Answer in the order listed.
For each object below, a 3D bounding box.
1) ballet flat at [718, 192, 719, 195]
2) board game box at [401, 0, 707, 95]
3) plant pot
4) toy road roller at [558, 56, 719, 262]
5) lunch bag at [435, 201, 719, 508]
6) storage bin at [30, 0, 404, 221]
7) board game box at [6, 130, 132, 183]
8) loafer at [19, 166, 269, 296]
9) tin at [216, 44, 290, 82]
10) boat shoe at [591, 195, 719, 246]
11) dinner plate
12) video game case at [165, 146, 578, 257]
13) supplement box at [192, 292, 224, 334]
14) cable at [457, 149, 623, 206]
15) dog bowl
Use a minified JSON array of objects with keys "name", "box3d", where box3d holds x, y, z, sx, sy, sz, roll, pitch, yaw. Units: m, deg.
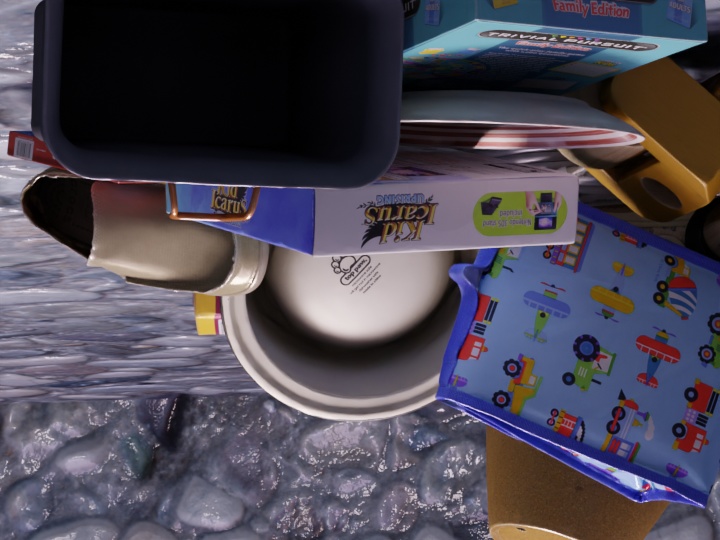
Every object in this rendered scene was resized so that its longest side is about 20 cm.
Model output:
[{"name":"ballet flat","box3d":[0.205,-0.070,1.936,0.200,0.068,0.064,-8,-163,42]},{"name":"board game box","box3d":[0.079,-0.137,1.449,0.151,0.047,0.200,2,171,-29]},{"name":"plant pot","box3d":[0.160,0.102,1.747,0.186,0.200,0.186,18,160,7]},{"name":"toy road roller","box3d":[0.234,-0.095,1.621,0.200,0.146,0.123,38,165,-6]},{"name":"lunch bag","box3d":[0.144,0.043,1.605,0.200,0.151,0.094,26,167,-20]},{"name":"storage bin","box3d":[-0.092,-0.101,1.409,0.200,0.146,0.134,1,-179,-19]},{"name":"board game box","box3d":[-0.135,-0.078,1.724,0.103,0.019,0.200,16,-169,35]},{"name":"loafer","box3d":[-0.148,-0.025,1.682,0.200,0.076,0.068,14,-164,35]},{"name":"tin","box3d":[-0.049,-0.110,1.586,0.112,0.042,0.200,-25,160,31]},{"name":"boat shoe","box3d":[0.186,-0.013,1.783,0.073,0.063,0.200,5,171,-42]},{"name":"dinner plate","box3d":[0.069,-0.089,1.503,0.200,0.024,0.200,2,177,0]},{"name":"video game case","box3d":[0.003,-0.046,1.541,0.181,0.046,0.200,-2,-170,-29]},{"name":"supplement box","box3d":[-0.043,-0.002,2.152,0.200,0.103,0.131,0,171,-4]},{"name":"cable","box3d":[0.147,-0.076,1.806,0.200,0.069,0.200,-7,171,36]},{"name":"dog bowl","box3d":[0.000,0.000,1.739,0.200,0.200,0.074,0,-154,-8]}]
